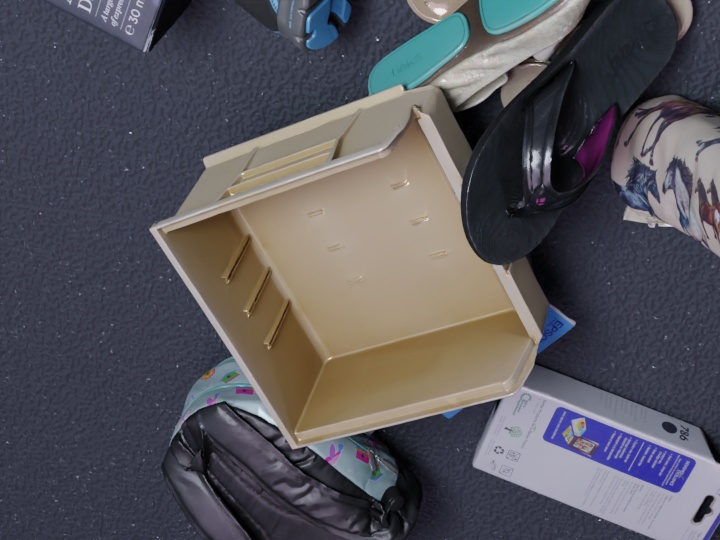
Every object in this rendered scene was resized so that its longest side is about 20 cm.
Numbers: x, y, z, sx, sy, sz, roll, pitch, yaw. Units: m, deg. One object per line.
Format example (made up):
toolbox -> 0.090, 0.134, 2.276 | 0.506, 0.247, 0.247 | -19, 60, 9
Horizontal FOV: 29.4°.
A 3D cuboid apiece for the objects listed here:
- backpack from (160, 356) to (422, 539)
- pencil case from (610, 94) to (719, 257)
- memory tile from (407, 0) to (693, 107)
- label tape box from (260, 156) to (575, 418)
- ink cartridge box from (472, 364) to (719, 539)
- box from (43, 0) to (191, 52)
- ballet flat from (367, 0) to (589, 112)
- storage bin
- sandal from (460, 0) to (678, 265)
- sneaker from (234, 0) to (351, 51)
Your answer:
backpack -> -0.066, 0.166, 1.133 | 0.200, 0.127, 0.167 | 41, 113, -11
pencil case -> 0.230, -0.045, 0.861 | 0.077, 0.200, 0.091 | -2, 110, -15
memory tile -> 0.107, -0.198, 0.906 | 0.153, 0.017, 0.200 | -34, 109, 32
label tape box -> 0.045, -0.001, 1.026 | 0.200, 0.066, 0.143 | 40, 125, -14
ink cartridge box -> 0.197, 0.149, 1.096 | 0.198, 0.039, 0.100 | 23, 126, 3
box -> -0.187, -0.266, 0.893 | 0.198, 0.107, 0.149 | 27, 127, -1
ballet flat -> 0.091, -0.154, 0.904 | 0.199, 0.068, 0.062 | -28, 140, 34
storage bin -> 0.000, 0.000, 0.939 | 0.197, 0.094, 0.201 | -16, 118, 28
sandal -> 0.131, -0.092, 0.863 | 0.075, 0.048, 0.201 | 34, 90, -23
sneaker -> -0.038, -0.246, 0.883 | 0.081, 0.073, 0.202 | 29, 119, 26
